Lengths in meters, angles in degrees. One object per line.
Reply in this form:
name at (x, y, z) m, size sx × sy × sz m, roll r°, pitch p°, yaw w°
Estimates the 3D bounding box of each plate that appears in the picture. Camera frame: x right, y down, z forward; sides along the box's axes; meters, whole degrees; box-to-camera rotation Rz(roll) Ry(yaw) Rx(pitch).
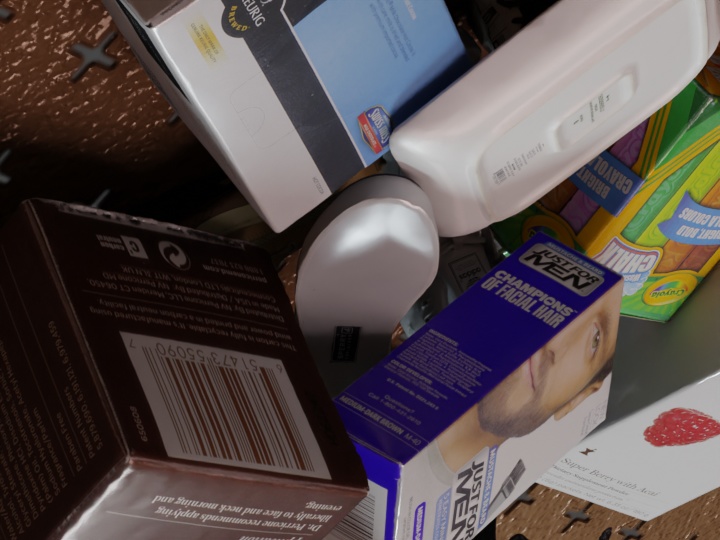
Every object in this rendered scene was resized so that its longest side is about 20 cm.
plate at (0.111, -0.092, 1.519) m, size 0.200 × 0.032 × 0.200 m, roll -37°, pitch 165°, yaw -2°

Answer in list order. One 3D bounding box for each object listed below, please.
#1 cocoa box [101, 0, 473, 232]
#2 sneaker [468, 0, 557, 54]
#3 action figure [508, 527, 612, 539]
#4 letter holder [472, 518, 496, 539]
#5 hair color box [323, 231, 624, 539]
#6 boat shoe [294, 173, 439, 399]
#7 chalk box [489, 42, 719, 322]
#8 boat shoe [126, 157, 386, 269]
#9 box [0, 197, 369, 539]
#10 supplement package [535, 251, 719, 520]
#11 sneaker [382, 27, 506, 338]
cocoa box at (-0.049, -0.141, 1.405) m, size 0.131 × 0.134 × 0.200 m, roll -37°, pitch 149°, yaw -4°
sneaker at (0.091, -0.153, 1.574) m, size 0.075 × 0.088 × 0.200 m, roll -36°, pitch 147°, yaw 2°
action figure at (0.066, 0.203, 1.976) m, size 0.102 × 0.199 × 0.120 m, roll -54°, pitch 148°, yaw -61°
letter holder at (-0.040, 0.176, 1.751) m, size 0.199 × 0.101 × 0.142 m, roll 29°, pitch 115°, yaw -12°
hair color box at (0.057, 0.078, 1.584) m, size 0.200 × 0.065 × 0.110 m, roll -40°, pitch 146°, yaw -39°
boat shoe at (0.000, 0.000, 1.560) m, size 0.071 × 0.066 × 0.200 m, roll 2°, pitch 146°, yaw -4°
chalk box at (0.143, -0.054, 1.716) m, size 0.124 × 0.124 × 0.200 m, roll 8°, pitch 127°, yaw -48°
boat shoe at (-0.068, -0.011, 1.589) m, size 0.199 × 0.072 × 0.076 m, roll -27°, pitch 111°, yaw -15°
box at (-0.136, 0.097, 1.494) m, size 0.165 × 0.165 × 0.200 m, roll 12°, pitch 132°, yaw -44°
supplement package at (0.200, 0.054, 1.818) m, size 0.121 × 0.120 × 0.200 m, roll 21°, pitch 143°, yaw -35°
sneaker at (0.051, -0.036, 1.657) m, size 0.075 × 0.115 × 0.201 m, roll -18°, pitch 143°, yaw -28°
